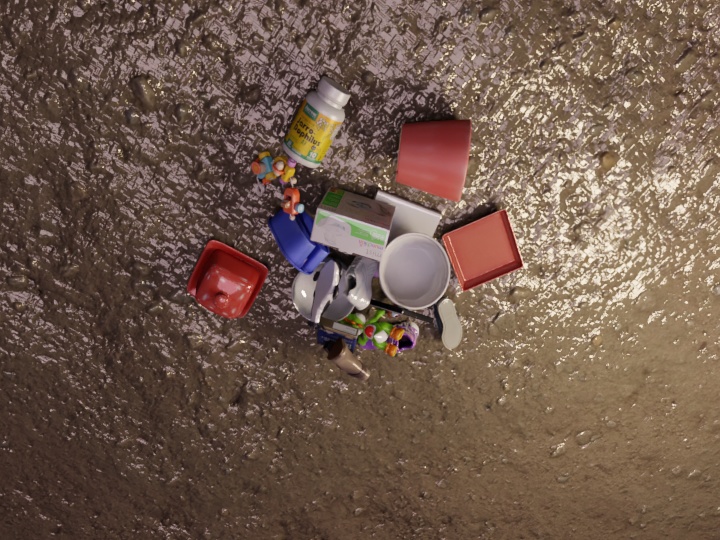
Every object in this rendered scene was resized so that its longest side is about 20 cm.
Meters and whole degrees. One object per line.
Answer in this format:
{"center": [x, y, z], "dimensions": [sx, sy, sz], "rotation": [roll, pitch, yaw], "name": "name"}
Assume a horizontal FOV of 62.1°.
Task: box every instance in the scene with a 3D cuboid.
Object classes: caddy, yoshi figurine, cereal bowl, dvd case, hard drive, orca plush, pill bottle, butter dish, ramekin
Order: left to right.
{"center": [-0.384, 0.054, 1.689], "dimensions": [0.196, 0.149, 0.202], "rotation": [27, 114, -17], "name": "butter dish"}
{"center": [-0.173, -0.081, 1.606], "dimensions": [0.104, 0.203, 0.140], "rotation": [-39, 148, 15], "name": "caddy"}
{"center": [-0.107, -0.372, 1.498], "dimensions": [0.111, 0.114, 0.202], "rotation": [26, 114, -16], "name": "pill bottle"}
{"center": [-0.105, 0.048, 1.737], "dimensions": [0.193, 0.084, 0.206], "rotation": [-1, 118, -3], "name": "cereal bowl"}
{"center": [-0.082, 0.068, 1.661], "dimensions": [0.070, 0.103, 0.207], "rotation": [3, 98, -47], "name": "orca plush"}
{"center": [0.029, 0.176, 1.790], "dimensions": [0.195, 0.113, 0.114], "rotation": [23, 140, 12], "name": "yoshi figurine"}
{"center": [0.091, 0.107, 1.676], "dimensions": [0.141, 0.197, 0.018], "rotation": [20, 86, -43], "name": "dvd case"}
{"center": [0.114, -0.135, 1.685], "dimensions": [0.194, 0.026, 0.135], "rotation": [19, 115, -12], "name": "hard drive"}
{"center": [0.143, 0.004, 1.636], "dimensions": [0.193, 0.105, 0.208], "rotation": [0, 86, -1], "name": "ramekin"}

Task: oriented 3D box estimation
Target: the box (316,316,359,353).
{"center": [-0.069, 0.201, 1.774], "dimensions": [0.117, 0.033, 0.201], "rotation": [17, 156, 3], "name": "box"}

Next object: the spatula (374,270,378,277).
{"center": [0.122, 0.013, 1.767], "dimensions": [0.194, 0.021, 0.058], "rotation": [16, 115, -12], "name": "spatula"}

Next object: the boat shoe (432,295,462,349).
{"center": [0.259, 0.153, 1.823], "dimensions": [0.073, 0.062, 0.203], "rotation": [-28, 126, -6], "name": "boat shoe"}

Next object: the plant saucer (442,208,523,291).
{"center": [0.353, -0.062, 1.731], "dimensions": [0.195, 0.037, 0.203], "rotation": [-22, 117, 9], "name": "plant saucer"}

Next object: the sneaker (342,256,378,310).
{"center": [0.000, 0.000, 1.660], "dimensions": [0.069, 0.206, 0.080], "rotation": [-13, 148, 39], "name": "sneaker"}

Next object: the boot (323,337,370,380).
{"center": [-0.031, 0.263, 1.722], "dimensions": [0.145, 0.199, 0.071], "rotation": [41, 80, -13], "name": "boot"}

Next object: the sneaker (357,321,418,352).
{"center": [0.087, 0.213, 1.833], "dimensions": [0.193, 0.089, 0.083], "rotation": [-7, 120, 2], "name": "sneaker"}

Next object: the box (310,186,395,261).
{"center": [-0.017, -0.123, 1.579], "dimensions": [0.194, 0.177, 0.099], "rotation": [18, 116, 2], "name": "box"}

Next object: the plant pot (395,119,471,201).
{"center": [0.181, -0.289, 1.524], "dimensions": [0.171, 0.202, 0.206], "rotation": [7, 118, 3], "name": "plant pot"}

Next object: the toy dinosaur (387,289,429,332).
{"center": [0.146, 0.072, 1.775], "dimensions": [0.178, 0.104, 0.206], "rotation": [-20, 88, 30], "name": "toy dinosaur"}

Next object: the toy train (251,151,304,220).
{"center": [-0.223, -0.221, 1.534], "dimensions": [0.055, 0.197, 0.155], "rotation": [-13, 121, -45], "name": "toy train"}
